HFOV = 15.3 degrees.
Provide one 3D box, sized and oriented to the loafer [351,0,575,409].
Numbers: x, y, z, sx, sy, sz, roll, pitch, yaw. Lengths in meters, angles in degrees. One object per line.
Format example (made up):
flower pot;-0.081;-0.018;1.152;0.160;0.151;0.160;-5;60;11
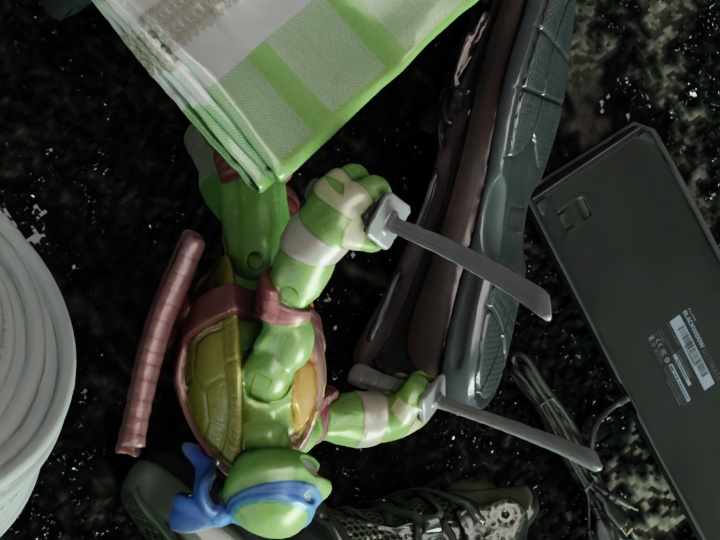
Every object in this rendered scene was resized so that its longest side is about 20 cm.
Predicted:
loafer;0.042;-0.044;1.122;0.063;0.072;0.201;10;85;18

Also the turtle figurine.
turtle figurine;0.000;0.000;1.033;0.144;0.200;0.195;26;41;-52

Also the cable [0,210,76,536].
cable;-0.204;0.035;0.953;0.200;0.069;0.200;40;47;21

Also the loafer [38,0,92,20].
loafer;-0.063;-0.183;1.080;0.200;0.072;0.063;-40;95;-13

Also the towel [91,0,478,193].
towel;-0.048;-0.148;0.969;0.149;0.031;0.200;-43;95;-18

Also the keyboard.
keyboard;0.123;0.049;1.179;0.127;0.021;0.201;-33;101;-24

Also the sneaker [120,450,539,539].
sneaker;-0.003;0.111;1.103;0.199;0.076;0.114;37;76;-21
